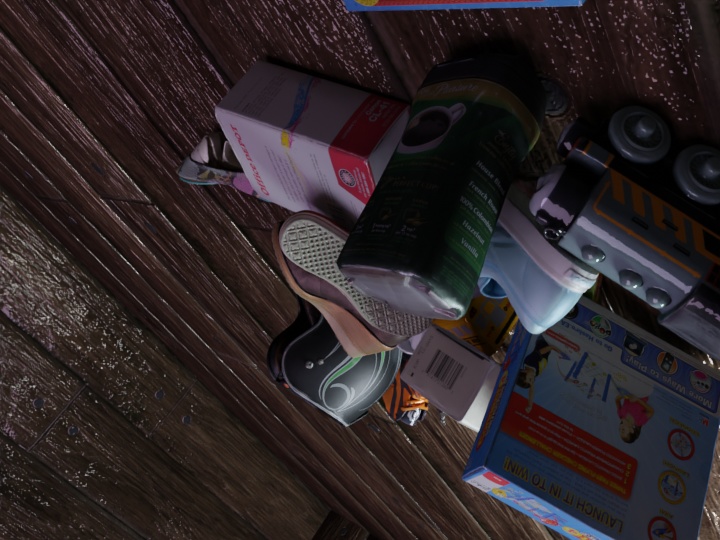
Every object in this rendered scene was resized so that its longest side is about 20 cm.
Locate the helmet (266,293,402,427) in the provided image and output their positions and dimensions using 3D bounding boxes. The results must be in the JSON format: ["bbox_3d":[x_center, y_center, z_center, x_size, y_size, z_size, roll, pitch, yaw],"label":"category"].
[{"bbox_3d":[-0.034,0.102,1.023,0.198,0.192,0.200,31,167,8],"label":"helmet"}]

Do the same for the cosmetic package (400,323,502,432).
[{"bbox_3d":[0.147,0.142,0.781,0.199,0.072,0.105,34,178,-42],"label":"cosmetic package"}]

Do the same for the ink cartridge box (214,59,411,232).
[{"bbox_3d":[-0.037,-0.121,0.747,0.198,0.086,0.148,26,156,28],"label":"ink cartridge box"}]

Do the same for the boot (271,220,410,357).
[{"bbox_3d":[0.007,-0.005,0.820,0.165,0.072,0.201,-30,102,27],"label":"boot"}]

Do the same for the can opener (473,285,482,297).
[{"bbox_3d":[0.131,0.002,0.680,0.053,0.067,0.199,44,150,-12],"label":"can opener"}]

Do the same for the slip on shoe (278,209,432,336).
[{"bbox_3d":[0.000,0.000,0.750,0.199,0.074,0.061,34,-165,-18],"label":"slip on shoe"}]

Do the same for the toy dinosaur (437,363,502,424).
[{"bbox_3d":[0.139,0.150,0.896,0.088,0.198,0.048,-50,53,36],"label":"toy dinosaur"}]

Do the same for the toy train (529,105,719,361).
[{"bbox_3d":[0.216,-0.029,0.500,0.199,0.114,0.085,35,157,8],"label":"toy train"}]

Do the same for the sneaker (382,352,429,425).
[{"bbox_3d":[0.106,0.180,1.040,0.077,0.114,0.199,13,-177,-37],"label":"sneaker"}]

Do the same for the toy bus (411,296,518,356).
[{"bbox_3d":[0.121,0.075,0.899,0.078,0.065,0.200,41,157,-8],"label":"toy bus"}]

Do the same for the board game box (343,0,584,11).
[{"bbox_3d":[0.037,-0.258,0.419,0.198,0.056,0.197,17,149,42],"label":"board game box"}]

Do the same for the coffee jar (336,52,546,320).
[{"bbox_3d":[0.066,-0.068,0.543,0.085,0.202,0.104,36,161,-36],"label":"coffee jar"}]

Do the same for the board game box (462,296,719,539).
[{"bbox_3d":[0.219,0.142,0.648,0.198,0.197,0.056,29,152,-1],"label":"board game box"}]

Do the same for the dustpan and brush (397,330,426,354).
[{"bbox_3d":[0.017,0.003,0.915,0.201,0.056,0.141,57,150,39],"label":"dustpan and brush"}]

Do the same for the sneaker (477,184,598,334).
[{"bbox_3d":[0.114,-0.025,0.600,0.073,0.082,0.201,23,-157,-28],"label":"sneaker"}]

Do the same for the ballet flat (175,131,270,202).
[{"bbox_3d":[-0.177,-0.146,0.954,0.198,0.069,0.072,18,132,33],"label":"ballet flat"}]

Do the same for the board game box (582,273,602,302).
[{"bbox_3d":[0.147,-0.031,0.713,0.198,0.030,0.096,24,153,26],"label":"board game box"}]
